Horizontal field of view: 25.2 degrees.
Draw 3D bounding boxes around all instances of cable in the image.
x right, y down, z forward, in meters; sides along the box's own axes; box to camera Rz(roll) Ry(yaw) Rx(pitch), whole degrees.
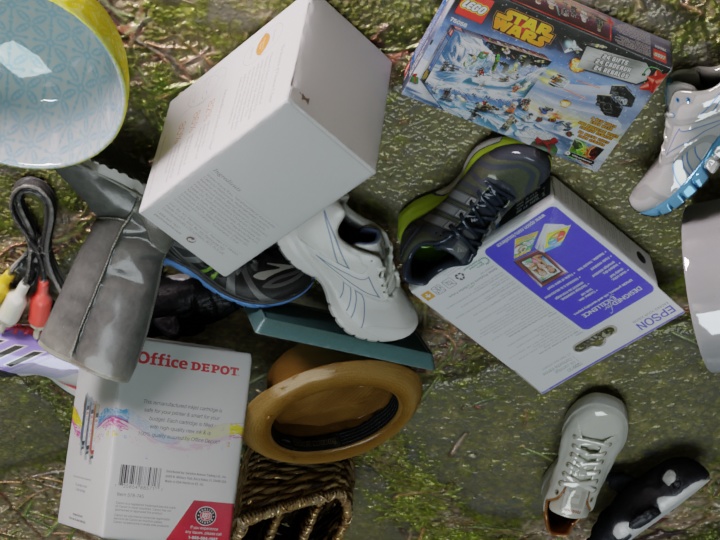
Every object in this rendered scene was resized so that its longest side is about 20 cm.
[{"bbox_3d":[-0.332,-0.004,1.645,0.096,0.051,0.201,22,136,-4],"label":"cable"}]

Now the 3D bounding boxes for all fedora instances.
[{"bbox_3d":[-0.035,0.127,1.699,0.198,0.082,0.202,-10,144,-7],"label":"fedora"}]

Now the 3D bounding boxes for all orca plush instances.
[{"bbox_3d":[0.305,0.259,1.823,0.105,0.071,0.200,-21,158,-37],"label":"orca plush"},{"bbox_3d":[-0.175,0.052,1.667,0.197,0.072,0.106,1,136,7],"label":"orca plush"}]

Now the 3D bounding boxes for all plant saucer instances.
[{"bbox_3d":[-0.019,0.062,1.639,0.198,0.070,0.019,14,109,-21],"label":"plant saucer"}]

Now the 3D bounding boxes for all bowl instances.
[{"bbox_3d":[-0.288,-0.197,1.400,0.197,0.108,0.201,5,136,5],"label":"bowl"}]

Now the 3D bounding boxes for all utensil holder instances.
[{"bbox_3d":[0.405,0.001,1.461,0.198,0.171,0.171,-9,134,21],"label":"utensil holder"}]

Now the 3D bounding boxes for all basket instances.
[{"bbox_3d":[-0.083,0.294,1.847,0.141,0.150,0.201,16,135,-8],"label":"basket"}]

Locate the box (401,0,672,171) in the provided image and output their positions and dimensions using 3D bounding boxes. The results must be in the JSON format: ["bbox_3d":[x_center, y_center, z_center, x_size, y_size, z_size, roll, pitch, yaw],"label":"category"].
[{"bbox_3d":[0.152,-0.176,1.404,0.198,0.040,0.137,21,136,-12],"label":"box"}]

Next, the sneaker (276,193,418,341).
[{"bbox_3d":[0.000,0.000,1.577,0.086,0.075,0.200,-15,133,36],"label":"sneaker"}]

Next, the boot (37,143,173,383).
[{"bbox_3d":[-0.261,-0.016,1.536,0.181,0.073,0.201,30,112,8],"label":"boot"}]

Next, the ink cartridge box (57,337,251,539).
[{"bbox_3d":[-0.212,0.173,1.659,0.144,0.203,0.144,10,174,-27],"label":"ink cartridge box"}]

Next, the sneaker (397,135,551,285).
[{"bbox_3d":[0.106,-0.050,1.510,0.073,0.082,0.200,28,134,-22],"label":"sneaker"}]

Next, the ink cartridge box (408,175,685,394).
[{"bbox_3d":[0.185,0.019,1.598,0.199,0.044,0.197,38,129,-25],"label":"ink cartridge box"}]

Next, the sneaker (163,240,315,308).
[{"bbox_3d":[-0.134,-0.026,1.580,0.198,0.071,0.083,24,141,-12],"label":"sneaker"}]

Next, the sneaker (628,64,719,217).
[{"bbox_3d":[0.291,-0.131,1.419,0.086,0.075,0.200,33,127,-10],"label":"sneaker"}]

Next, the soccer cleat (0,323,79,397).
[{"bbox_3d":[-0.341,0.082,1.736,0.198,0.069,0.074,21,121,-15],"label":"soccer cleat"}]

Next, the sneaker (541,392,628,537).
[{"bbox_3d":[0.247,0.221,1.769,0.072,0.085,0.201,11,135,-1],"label":"sneaker"}]

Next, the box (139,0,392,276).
[{"bbox_3d":[-0.082,-0.118,1.418,0.106,0.153,0.199,38,130,-27],"label":"box"}]
